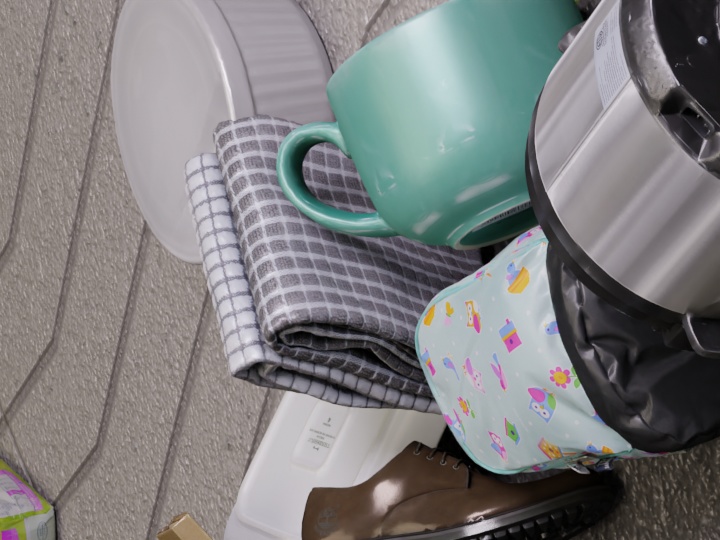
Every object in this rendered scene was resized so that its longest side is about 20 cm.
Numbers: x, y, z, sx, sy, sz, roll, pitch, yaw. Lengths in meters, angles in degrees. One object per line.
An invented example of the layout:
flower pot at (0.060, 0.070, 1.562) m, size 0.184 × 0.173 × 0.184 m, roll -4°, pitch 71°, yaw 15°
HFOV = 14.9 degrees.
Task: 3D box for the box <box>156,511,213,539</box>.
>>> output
box at (-0.059, 0.241, 1.830) m, size 0.200 × 0.021 × 0.163 m, roll 48°, pitch 169°, yaw 0°

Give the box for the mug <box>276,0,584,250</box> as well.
mug at (0.061, -0.074, 1.573) m, size 0.185 × 0.151 × 0.115 m, roll -35°, pitch 74°, yaw 46°

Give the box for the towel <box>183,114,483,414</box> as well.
towel at (0.000, 0.000, 1.663) m, size 0.086 × 0.199 × 0.166 m, roll -47°, pitch 46°, yaw 34°

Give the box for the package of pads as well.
package of pads at (-0.348, 0.256, 2.562) m, size 0.200 × 0.068 × 0.156 m, roll 30°, pitch 126°, yaw 55°

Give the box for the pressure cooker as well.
pressure cooker at (0.174, -0.069, 1.338) m, size 0.178 × 0.176 × 0.200 m, roll 38°, pitch 147°, yaw 3°

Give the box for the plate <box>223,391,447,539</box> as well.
plate at (-0.015, 0.113, 1.801) m, size 0.199 × 0.032 × 0.201 m, roll 9°, pitch 71°, yaw 63°

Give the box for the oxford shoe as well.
oxford shoe at (0.055, 0.138, 1.666) m, size 0.073 × 0.199 × 0.085 m, roll 47°, pitch -145°, yaw -65°

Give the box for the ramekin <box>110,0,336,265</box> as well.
ramekin at (-0.091, -0.110, 1.918) m, size 0.202 × 0.094 × 0.204 m, roll 30°, pitch 125°, yaw 56°

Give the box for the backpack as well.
backpack at (0.121, 0.038, 1.540) m, size 0.200 × 0.126 × 0.168 m, roll -25°, pitch 81°, yaw 65°
